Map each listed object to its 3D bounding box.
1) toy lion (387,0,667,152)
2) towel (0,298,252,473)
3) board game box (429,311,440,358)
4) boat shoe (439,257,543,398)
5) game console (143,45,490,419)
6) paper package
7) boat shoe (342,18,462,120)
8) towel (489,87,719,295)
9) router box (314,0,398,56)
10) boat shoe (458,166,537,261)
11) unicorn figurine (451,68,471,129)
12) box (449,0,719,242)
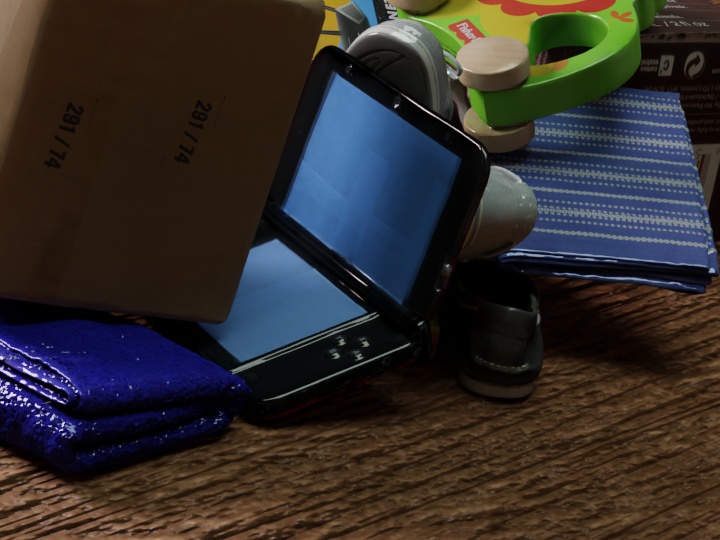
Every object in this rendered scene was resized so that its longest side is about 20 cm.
[{"bbox_3d":[0.126,-0.173,1.649,0.191,0.069,0.200,-19,36,-13],"label":"toy lion"},{"bbox_3d":[-0.175,0.041,1.345,0.199,0.050,0.147,26,26,34],"label":"towel"},{"bbox_3d":[0.000,0.000,1.578,0.095,0.030,0.200,10,23,-4],"label":"board game box"},{"bbox_3d":[0.085,0.016,1.535,0.066,0.057,0.200,9,21,-6],"label":"boat shoe"},{"bbox_3d":[-0.039,-0.027,1.436,0.172,0.119,0.200,-21,33,-23],"label":"game console"},{"bbox_3d":[-0.142,-0.086,1.369,0.190,0.201,0.103,9,16,-38],"label":"paper package"},{"bbox_3d":[0.026,-0.107,1.571,0.074,0.202,0.065,25,66,14],"label":"boat shoe"},{"bbox_3d":[0.151,-0.057,1.593,0.144,0.024,0.201,5,38,-5],"label":"towel"},{"bbox_3d":[-0.030,-0.149,1.802,0.148,0.051,0.201,1,49,-20],"label":"router box"},{"bbox_3d":[0.055,-0.032,1.506,0.071,0.071,0.201,6,-1,-16],"label":"boat shoe"},{"bbox_3d":[0.062,-0.075,1.703,0.199,0.138,0.074,-6,-3,12],"label":"unicorn figurine"},{"bbox_3d":[0.166,-0.128,1.801,0.165,0.165,0.200,-4,25,-34],"label":"box"}]
